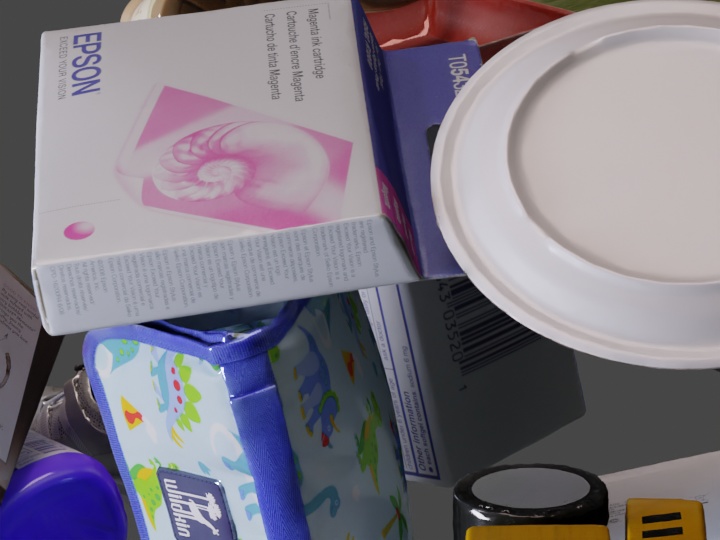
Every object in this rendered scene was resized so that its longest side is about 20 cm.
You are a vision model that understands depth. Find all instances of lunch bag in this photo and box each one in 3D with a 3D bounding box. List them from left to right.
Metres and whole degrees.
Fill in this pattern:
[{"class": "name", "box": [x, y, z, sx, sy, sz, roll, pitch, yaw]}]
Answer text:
[{"class": "lunch bag", "box": [-0.041, 0.079, 1.230, 0.127, 0.171, 0.200, -17, 17, -4]}]

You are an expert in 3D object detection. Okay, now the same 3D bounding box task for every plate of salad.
[{"class": "plate of salad", "box": [0.128, -0.033, 1.143, 0.199, 0.048, 0.201, -1, 49, 1]}]

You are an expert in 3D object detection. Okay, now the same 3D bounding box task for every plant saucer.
[{"class": "plant saucer", "box": [-0.015, -0.092, 1.384, 0.199, 0.037, 0.200, -18, 15, -15]}]

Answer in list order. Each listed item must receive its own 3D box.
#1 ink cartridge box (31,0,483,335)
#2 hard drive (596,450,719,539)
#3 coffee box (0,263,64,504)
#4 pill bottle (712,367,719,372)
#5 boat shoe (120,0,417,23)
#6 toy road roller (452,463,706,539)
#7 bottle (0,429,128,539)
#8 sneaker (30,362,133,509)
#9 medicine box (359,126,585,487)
[{"class": "ink cartridge box", "box": [-0.039, -0.055, 1.210, 0.199, 0.043, 0.197, -9, 33, 0]}, {"class": "hard drive", "box": [0.106, 0.131, 1.189, 0.131, 0.025, 0.200, -12, 15, 7]}, {"class": "coffee box", "box": [-0.225, 0.089, 1.346, 0.113, 0.080, 0.200, -29, 29, 32]}, {"class": "pill bottle", "box": [0.252, 0.002, 1.365, 0.112, 0.112, 0.200, -25, 18, -37]}, {"class": "boat shoe", "box": [-0.029, -0.158, 1.429, 0.200, 0.072, 0.064, -23, 18, -25]}, {"class": "toy road roller", "box": [0.102, 0.145, 0.965, 0.145, 0.123, 0.200, -1, 15, 5]}, {"class": "bottle", "box": [-0.189, 0.116, 1.435, 0.083, 0.065, 0.200, -27, 18, -23]}, {"class": "sneaker", "box": [-0.129, 0.074, 1.500, 0.075, 0.082, 0.200, -24, 18, -34]}, {"class": "medicine box", "box": [0.000, 0.000, 1.461, 0.103, 0.183, 0.200, -23, 18, -35]}]
